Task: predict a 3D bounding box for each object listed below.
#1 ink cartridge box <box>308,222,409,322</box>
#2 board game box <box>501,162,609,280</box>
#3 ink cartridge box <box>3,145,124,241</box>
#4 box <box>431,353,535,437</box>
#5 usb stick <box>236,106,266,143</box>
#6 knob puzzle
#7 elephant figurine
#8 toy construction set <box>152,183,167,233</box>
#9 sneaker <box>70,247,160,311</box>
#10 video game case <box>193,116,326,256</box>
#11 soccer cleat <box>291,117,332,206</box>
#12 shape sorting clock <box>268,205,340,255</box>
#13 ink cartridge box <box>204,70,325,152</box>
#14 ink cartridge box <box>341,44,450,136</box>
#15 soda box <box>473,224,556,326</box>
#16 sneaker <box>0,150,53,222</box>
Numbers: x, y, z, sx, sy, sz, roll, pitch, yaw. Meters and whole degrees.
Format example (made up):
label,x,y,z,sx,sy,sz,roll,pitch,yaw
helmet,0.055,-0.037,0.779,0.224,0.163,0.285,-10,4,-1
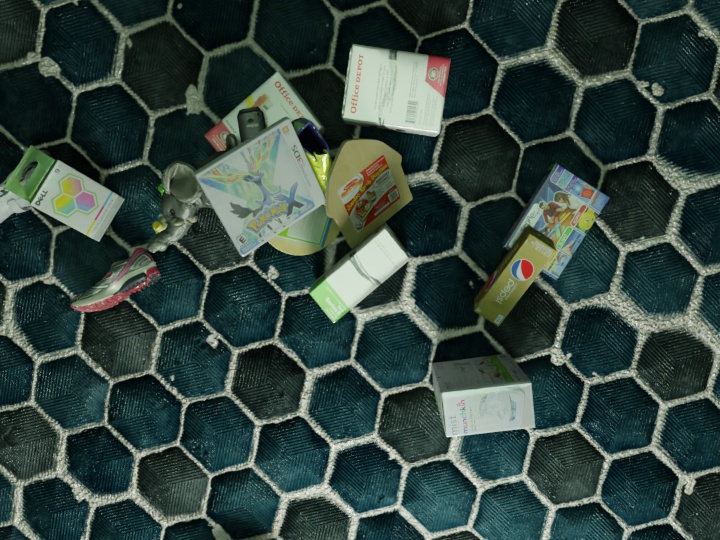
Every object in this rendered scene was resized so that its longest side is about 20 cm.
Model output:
label,x,y,z,sx,sy,sz,roll,pitch,yaw
ink cartridge box,0.000,0.000,1.246,0.199,0.146,0.084,-39,95,7
board game box,0.404,-0.102,1.274,0.134,0.034,0.201,32,97,-2
ink cartridge box,-0.596,-0.155,1.238,0.199,0.059,0.105,34,82,-29
box,0.241,0.246,1.243,0.174,0.200,0.098,-8,97,2
usb stick,-0.200,-0.213,1.189,0.055,0.033,0.203,-9,92,6
knob puzzle,0.003,-0.174,1.216,0.217,0.030,0.223,-16,119,-31
elephant figurine,-0.319,-0.145,1.161,0.197,0.156,0.143,-10,138,-8
toy construction set,-0.330,-0.146,1.265,0.197,0.092,0.133,-5,73,-5
sneaker,-0.526,0.027,1.307,0.198,0.081,0.075,-28,81,-2
video game case,-0.177,-0.152,1.126,0.199,0.022,0.184,-35,124,-15
soccer cleat,-0.078,-0.201,1.186,0.065,0.083,0.202,-41,117,-23
shape sorting clock,-0.120,-0.131,1.260,0.197,0.039,0.203,-10,112,-24
ink cartridge box,-0.191,-0.281,1.247,0.199,0.083,0.146,-39,95,6
ink cartridge box,0.069,-0.358,1.228,0.197,0.084,0.147,8,98,0
soda box,0.313,0.011,1.251,0.064,0.068,0.201,32,113,-2
sneaker,-0.693,-0.145,1.285,0.115,0.075,0.200,45,93,-1
